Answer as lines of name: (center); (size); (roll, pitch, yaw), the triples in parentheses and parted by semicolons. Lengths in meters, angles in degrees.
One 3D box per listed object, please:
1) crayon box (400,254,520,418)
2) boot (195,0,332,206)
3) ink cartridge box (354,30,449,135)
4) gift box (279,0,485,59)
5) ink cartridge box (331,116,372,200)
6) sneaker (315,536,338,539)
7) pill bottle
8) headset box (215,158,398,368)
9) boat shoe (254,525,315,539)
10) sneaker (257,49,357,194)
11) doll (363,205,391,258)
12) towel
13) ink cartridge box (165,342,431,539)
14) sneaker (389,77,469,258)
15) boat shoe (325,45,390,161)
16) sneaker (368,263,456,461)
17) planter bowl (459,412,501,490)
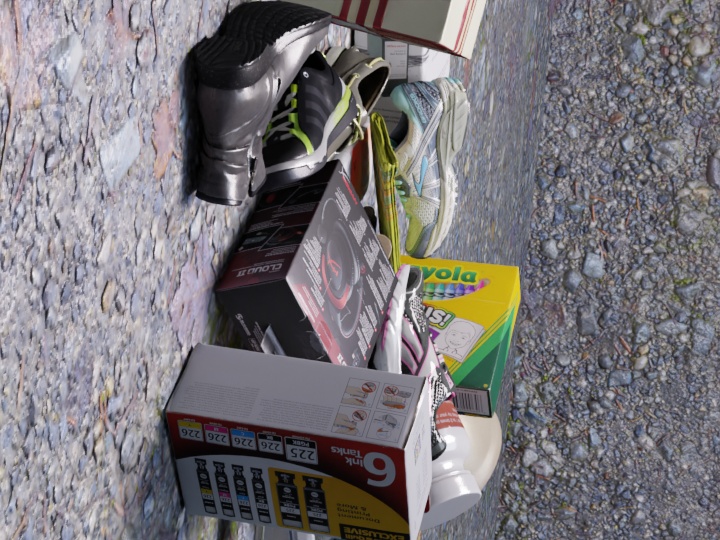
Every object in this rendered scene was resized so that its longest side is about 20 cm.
crayon box: (0.063, 0.066, 1.823); (0.058, 0.199, 0.173); (80, 21, -49)
boot: (-0.087, -0.139, 1.363); (0.200, 0.070, 0.132); (-43, 143, -54)
ink cartridge box: (0.048, -0.249, 1.839); (0.146, 0.084, 0.201); (-61, 156, -58)
gift box: (0.036, -0.312, 1.551); (0.200, 0.184, 0.187); (-26, 132, -80)
ink cartridge box: (-0.027, -0.039, 1.706); (0.162, 0.050, 0.201); (-62, 153, -58)
sneaker: (-0.040, 0.240, 1.693); (0.078, 0.086, 0.201); (76, 30, -72)
pill bottle: (0.042, 0.154, 1.668); (0.112, 0.112, 0.200); (65, -1, -68)
headset box: (-0.046, 0.020, 1.490); (0.149, 0.075, 0.200); (63, 30, -31)
boat shoe: (-0.082, 0.174, 1.534); (0.074, 0.067, 0.201); (105, -22, -80)
sneaker: (-0.066, -0.138, 1.483); (0.083, 0.072, 0.200); (63, 26, -20)
doll: (0.000, 0.000, 1.749); (0.200, 0.048, 0.137); (-134, -124, -88)
towel: (0.029, -0.063, 1.722); (0.200, 0.018, 0.086); (84, -5, -45)
ink cartridge box: (-0.045, 0.161, 1.383); (0.084, 0.199, 0.176); (-69, 161, -44)
sneaker: (0.056, -0.110, 1.779); (0.078, 0.086, 0.201); (-124, -142, -65)
boat shoe: (-0.021, -0.158, 1.632); (0.202, 0.060, 0.072); (-66, 162, -51)
sneaker: (0.050, 0.097, 1.604); (0.080, 0.086, 0.201); (135, -36, -65)
planter bowl: (0.042, 0.176, 1.880); (0.135, 0.200, 0.201); (54, 40, -38)
